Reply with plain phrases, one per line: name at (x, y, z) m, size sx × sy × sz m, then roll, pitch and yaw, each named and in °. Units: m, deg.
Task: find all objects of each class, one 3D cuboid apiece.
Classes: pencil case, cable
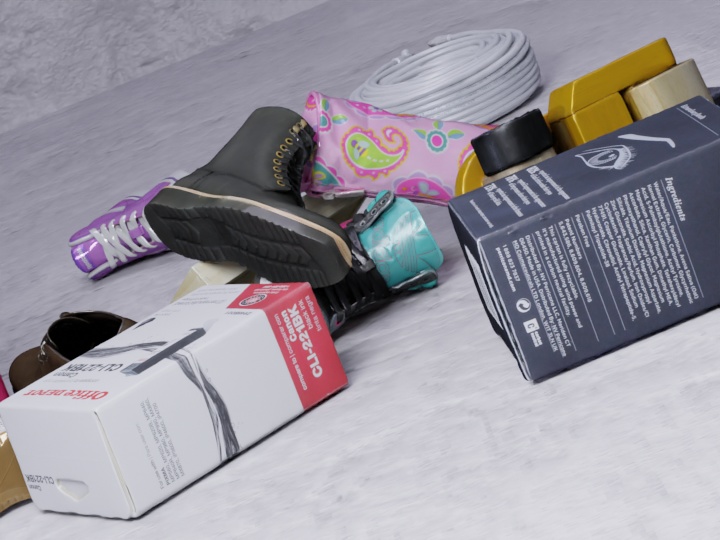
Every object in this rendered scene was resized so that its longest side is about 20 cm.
pencil case at (0.042, -0.086, 1.971) m, size 0.198 × 0.088 × 0.087 m, roll 8°, pitch 8°, yaw -13°
cable at (0.081, -0.178, 2.473) m, size 0.199 × 0.070 × 0.200 m, roll -6°, pitch 22°, yaw 47°

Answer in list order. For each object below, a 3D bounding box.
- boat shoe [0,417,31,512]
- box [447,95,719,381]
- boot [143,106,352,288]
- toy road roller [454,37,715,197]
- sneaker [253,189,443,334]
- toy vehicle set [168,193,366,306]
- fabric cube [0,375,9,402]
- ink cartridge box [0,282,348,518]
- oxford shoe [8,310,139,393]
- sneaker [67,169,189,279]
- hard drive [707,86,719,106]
boat shoe at (-0.284, 0.148, 1.792) m, size 0.199 × 0.071 × 0.069 m, roll -17°, pitch 10°, yaw -18°
box at (0.172, -0.025, 1.646) m, size 0.199 × 0.105 × 0.148 m, roll -22°, pitch 13°, yaw 0°
boot at (-0.055, -0.067, 1.858) m, size 0.199 × 0.078 × 0.138 m, roll 17°, pitch 54°, yaw 40°
toy road roller at (0.163, -0.075, 1.837) m, size 0.199 × 0.124 × 0.146 m, roll -26°, pitch 3°, yaw -15°
sneaker at (0.000, 0.000, 1.889) m, size 0.120 × 0.084 × 0.200 m, roll -27°, pitch 9°, yaw 22°
toy vehicle set at (-0.082, 0.000, 1.990) m, size 0.200 × 0.027 × 0.124 m, roll -34°, pitch -15°, yaw -42°
fabric cube at (-0.406, 0.076, 1.975) m, size 0.199 × 0.201 × 0.196 m, roll -26°, pitch 13°, yaw -17°
ink cartridge box at (-0.133, 0.088, 1.739) m, size 0.199 × 0.084 × 0.144 m, roll -32°, pitch 17°, yaw -33°
oxford shoe at (-0.222, 0.063, 1.948) m, size 0.199 × 0.084 × 0.073 m, roll -12°, pitch 44°, yaw 47°
sneaker at (-0.216, -0.032, 2.392) m, size 0.114 × 0.073 × 0.200 m, roll -33°, pitch 7°, yaw -27°
hard drive at (0.203, -0.105, 2.045) m, size 0.134 × 0.043 × 0.199 m, roll -30°, pitch 16°, yaw -32°
